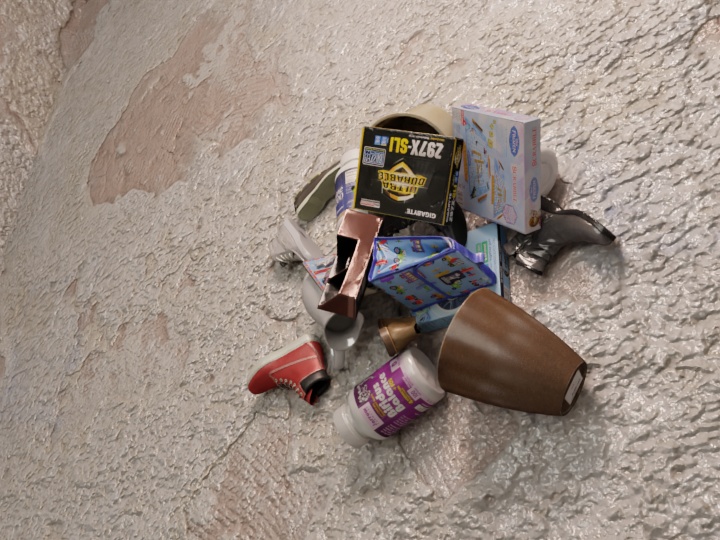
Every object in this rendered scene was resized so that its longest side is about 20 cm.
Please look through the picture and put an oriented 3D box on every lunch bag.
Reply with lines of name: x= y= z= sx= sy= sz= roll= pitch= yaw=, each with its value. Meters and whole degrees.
lunch bag: x=0.139 y=-0.007 z=1.364 sx=0.198 sy=0.150 sz=0.095 roll=-12 pitch=58 yaw=37

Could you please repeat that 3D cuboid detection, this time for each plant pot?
plant pot: x=0.258 y=0.151 z=1.230 sx=0.199 sy=0.187 sz=0.188 roll=23 pitch=81 yaw=31
plant pot: x=0.120 y=-0.254 z=1.555 sx=0.199 sy=0.202 sz=0.184 roll=-21 pitch=18 yaw=31

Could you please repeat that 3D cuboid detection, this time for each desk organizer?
desk organizer: x=-0.017 y=-0.015 z=1.411 sx=0.076 sy=0.072 sz=0.202 roll=13 pitch=55 yaw=8

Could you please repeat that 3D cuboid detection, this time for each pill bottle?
pill bottle: x=0.048 y=0.239 z=1.389 sx=0.199 sy=0.112 sz=0.113 roll=-39 pitch=45 yaw=17
pill bottle: x=-0.002 y=-0.169 z=1.682 sx=0.110 sy=0.111 sz=0.202 roll=-25 pitch=51 yaw=28
pill bottle: x=0.277 y=-0.212 z=1.461 sx=0.111 sy=0.111 sz=0.200 roll=-54 pitch=42 yaw=1

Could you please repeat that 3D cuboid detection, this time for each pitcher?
pitcher: x=-0.059 y=0.091 z=1.580 sx=0.201 sy=0.120 sz=0.173 roll=-114 pitch=29 yaw=-53

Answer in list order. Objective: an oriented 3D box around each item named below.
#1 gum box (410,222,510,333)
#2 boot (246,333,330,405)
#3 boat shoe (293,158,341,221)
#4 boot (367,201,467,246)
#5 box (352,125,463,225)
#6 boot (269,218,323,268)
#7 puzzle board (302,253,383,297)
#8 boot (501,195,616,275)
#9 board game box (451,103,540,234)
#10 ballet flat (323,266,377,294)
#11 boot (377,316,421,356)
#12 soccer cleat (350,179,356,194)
gum box: x=0.188 y=0.016 z=1.450 sx=0.198 sy=0.044 sz=0.172 roll=-19 pitch=54 yaw=32
boot: x=-0.155 y=0.242 z=1.602 sx=0.199 sy=0.072 sz=0.145 roll=-33 pitch=49 yaw=17
boat shoe: x=-0.087 y=-0.208 z=1.811 sx=0.201 sy=0.071 sz=0.061 roll=-43 pitch=48 yaw=17
boot: x=0.104 y=-0.103 z=1.485 sx=0.173 sy=0.069 sz=0.202 roll=-31 pitch=80 yaw=33
box: x=0.087 y=-0.180 z=1.416 sx=0.198 sy=0.049 sz=0.162 roll=14 pitch=100 yaw=30
boot: x=-0.156 y=-0.039 z=1.780 sx=0.096 sy=0.073 sz=0.200 roll=-53 pitch=34 yaw=11
puzzle board: x=0.000 y=0.000 z=1.549 sx=0.198 sy=0.018 sz=0.151 roll=-15 pitch=39 yaw=-23
boot: x=0.350 y=-0.045 z=1.338 sx=0.132 sy=0.069 sz=0.200 roll=-58 pitch=32 yaw=2
board game box: x=0.245 y=-0.189 z=1.369 sx=0.041 sy=0.202 sz=0.199 roll=-19 pitch=28 yaw=-26
ballet flat: x=0.026 y=0.010 z=1.479 sx=0.198 sy=0.069 sz=0.072 roll=-18 pitch=59 yaw=-21
boot: x=0.075 y=0.118 z=1.428 sx=0.075 sy=0.074 sz=0.200 roll=-25 pitch=2 yaw=-1
soccer cleat: x=0.042 y=-0.210 z=1.625 sx=0.067 sy=0.081 sz=0.201 roll=-30 pitch=28 yaw=46
